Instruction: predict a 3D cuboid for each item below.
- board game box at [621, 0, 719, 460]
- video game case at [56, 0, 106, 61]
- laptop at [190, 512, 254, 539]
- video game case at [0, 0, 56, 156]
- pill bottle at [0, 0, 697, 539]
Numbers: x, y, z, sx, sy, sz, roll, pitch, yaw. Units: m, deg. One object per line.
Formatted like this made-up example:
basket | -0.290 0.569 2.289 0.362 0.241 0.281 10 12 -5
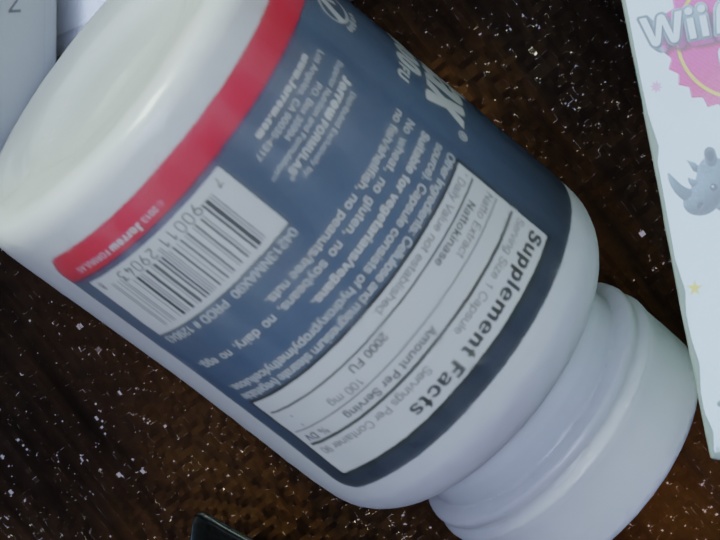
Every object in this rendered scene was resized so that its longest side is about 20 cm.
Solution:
board game box | 0.111 -0.062 0.753 0.064 0.148 0.200 -12 99 9
video game case | -0.101 -0.150 0.814 0.182 0.024 0.200 -23 96 9
laptop | 0.047 0.175 0.839 0.200 0.116 0.188 -4 124 -21
video game case | -0.161 -0.113 0.719 0.024 0.200 0.183 10 103 39
pill bottle | 0.000 0.000 0.775 0.200 0.120 0.120 39 102 -21
